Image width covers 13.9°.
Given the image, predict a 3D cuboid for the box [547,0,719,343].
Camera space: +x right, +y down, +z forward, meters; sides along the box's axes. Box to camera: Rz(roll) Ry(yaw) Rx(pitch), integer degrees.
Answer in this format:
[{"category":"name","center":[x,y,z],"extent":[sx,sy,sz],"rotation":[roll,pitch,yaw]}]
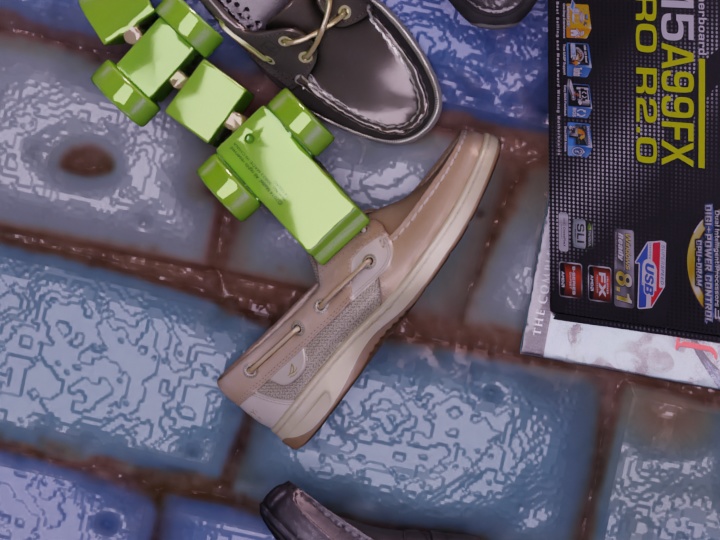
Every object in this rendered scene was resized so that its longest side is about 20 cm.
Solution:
[{"category":"box","center":[0.168,-0.067,1.499],"extent":[0.160,0.044,0.200],"rotation":[9,104,44]}]

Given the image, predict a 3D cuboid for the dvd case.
[{"category":"dvd case","center":[0.196,-0.007,1.589],"extent":[0.200,0.022,0.146],"rotation":[11,94,3]}]

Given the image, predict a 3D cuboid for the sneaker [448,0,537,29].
[{"category":"sneaker","center":[0.060,-0.222,1.508],"extent":[0.075,0.079,0.200],"rotation":[-4,96,1]}]

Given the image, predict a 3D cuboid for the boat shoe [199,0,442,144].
[{"category":"boat shoe","center":[-0.039,-0.140,1.568],"extent":[0.202,0.060,0.072],"rotation":[43,95,-1]}]

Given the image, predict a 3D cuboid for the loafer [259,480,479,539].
[{"category":"loafer","center":[0.037,0.168,1.588],"extent":[0.201,0.068,0.070],"rotation":[34,87,-6]}]

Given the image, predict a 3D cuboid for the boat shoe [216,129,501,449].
[{"category":"boat shoe","center":[0.000,0.000,1.574],"extent":[0.065,0.072,0.200],"rotation":[36,100,-2]}]

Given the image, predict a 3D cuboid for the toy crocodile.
[{"category":"toy crocodile","center":[-0.075,-0.084,1.561],"extent":[0.200,0.062,0.068],"rotation":[43,94,7]}]
